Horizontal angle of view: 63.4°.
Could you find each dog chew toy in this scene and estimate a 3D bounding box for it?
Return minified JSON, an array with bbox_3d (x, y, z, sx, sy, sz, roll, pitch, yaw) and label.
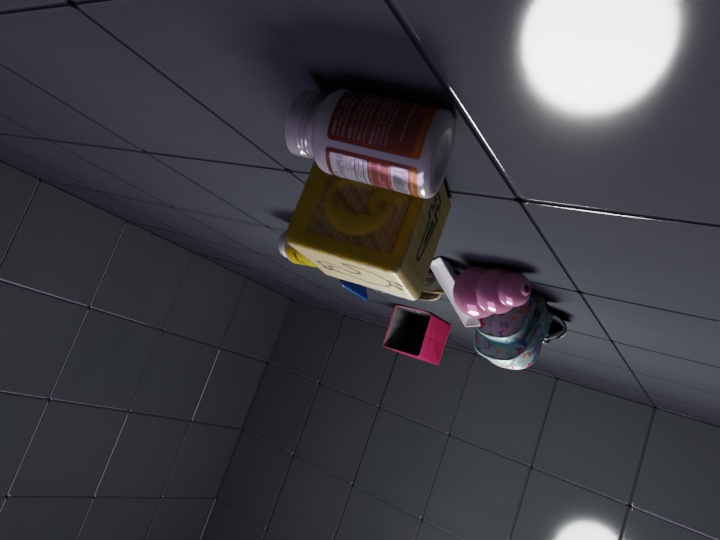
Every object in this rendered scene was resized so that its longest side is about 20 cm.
[{"bbox_3d":[0.311,0.048,1.362,0.124,0.125,0.200,25,162,-29],"label":"dog chew toy"}]

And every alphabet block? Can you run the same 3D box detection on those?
[{"bbox_3d":[0.023,-0.083,0.954,0.195,0.197,0.200,15,170,19],"label":"alphabet block"}]

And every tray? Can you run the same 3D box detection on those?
[{"bbox_3d":[0.247,0.054,1.506,0.200,0.022,0.107,60,169,1],"label":"tray"}]

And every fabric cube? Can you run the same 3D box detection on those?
[{"bbox_3d":[0.254,0.287,2.595,0.196,0.200,0.199,12,170,38],"label":"fabric cube"}]

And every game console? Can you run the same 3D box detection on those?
[{"bbox_3d":[-0.068,0.003,1.873,0.171,0.118,0.200,15,169,28],"label":"game console"}]

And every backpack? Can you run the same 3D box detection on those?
[{"bbox_3d":[0.386,0.149,1.510,0.177,0.200,0.151,12,167,44],"label":"backpack"}]

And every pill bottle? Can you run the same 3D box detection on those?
[{"bbox_3d":[0.011,-0.168,0.745,0.200,0.112,0.112,18,170,17],"label":"pill bottle"},{"bbox_3d":[-0.143,-0.069,1.633,0.112,0.113,0.200,27,168,-38],"label":"pill bottle"}]

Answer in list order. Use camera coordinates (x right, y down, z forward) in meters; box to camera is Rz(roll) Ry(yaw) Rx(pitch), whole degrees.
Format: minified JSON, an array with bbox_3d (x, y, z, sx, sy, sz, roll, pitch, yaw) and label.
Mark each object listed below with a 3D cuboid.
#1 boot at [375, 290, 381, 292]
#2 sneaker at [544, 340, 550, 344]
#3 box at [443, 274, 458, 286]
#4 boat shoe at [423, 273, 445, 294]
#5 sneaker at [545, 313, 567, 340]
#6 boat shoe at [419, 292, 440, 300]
[{"bbox_3d":[0.000,0.000,1.693,0.200,0.074,0.155,10,-156,-23],"label":"boot"},{"bbox_3d":[0.573,0.234,1.973,0.078,0.085,0.200,22,170,-15],"label":"sneaker"},{"bbox_3d":[0.291,0.058,1.638,0.041,0.039,0.200,13,169,35],"label":"box"},{"bbox_3d":[0.177,0.028,1.693,0.073,0.063,0.201,6,-179,-30],"label":"boat shoe"},{"bbox_3d":[0.481,0.149,1.651,0.202,0.077,0.146,7,178,18],"label":"sneaker"},{"bbox_3d":[0.178,0.045,1.806,0.200,0.072,0.076,21,-172,41],"label":"boat shoe"}]
